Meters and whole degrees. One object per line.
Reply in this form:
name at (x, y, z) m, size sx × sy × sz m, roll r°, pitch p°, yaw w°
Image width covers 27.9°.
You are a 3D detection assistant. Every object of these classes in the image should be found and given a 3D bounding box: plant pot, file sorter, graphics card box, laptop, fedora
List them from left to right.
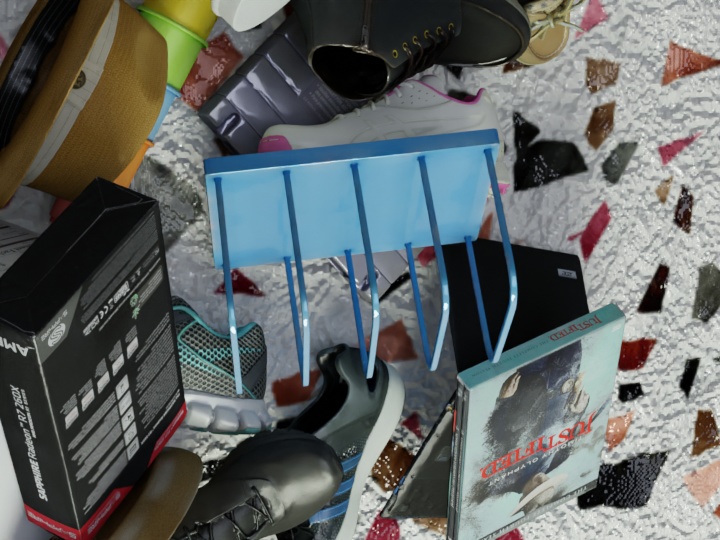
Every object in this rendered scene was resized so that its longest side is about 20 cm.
plant pot at (-0.187, 0.187, 0.966) m, size 0.200 × 0.200 × 0.028 m, roll -45°, pitch 104°, yaw -11°
fedora at (-0.179, -0.111, 0.927) m, size 0.081 × 0.200 × 0.203 m, roll 28°, pitch 87°, yaw -28°
graphics card box at (-0.164, 0.059, 0.881) m, size 0.126 × 0.050 × 0.202 m, roll -53°, pitch 156°, yaw -37°
file sorter at (0.000, 0.000, 0.994) m, size 0.197 × 0.139 × 0.124 m, roll -7°, pitch 65°, yaw -6°
laptop at (0.099, 0.090, 1.155) m, size 0.176 × 0.103 × 0.201 m, roll 8°, pitch 121°, yaw -43°

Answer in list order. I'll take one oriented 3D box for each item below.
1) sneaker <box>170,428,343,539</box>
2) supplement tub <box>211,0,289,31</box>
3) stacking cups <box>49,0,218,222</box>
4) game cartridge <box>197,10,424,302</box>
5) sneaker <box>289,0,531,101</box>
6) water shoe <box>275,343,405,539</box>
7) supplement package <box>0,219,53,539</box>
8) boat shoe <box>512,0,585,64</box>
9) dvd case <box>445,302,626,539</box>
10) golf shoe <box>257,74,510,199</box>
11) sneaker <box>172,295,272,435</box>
sneaker at (-0.102, 0.181, 1.024) m, size 0.198 × 0.091 × 0.077 m, roll -26°, pitch 108°, yaw 12°
supplement tub at (-0.106, -0.267, 0.923) m, size 0.144 × 0.144 × 0.200 m, roll -44°, pitch 87°, yaw -12°
stacking cups at (-0.159, -0.118, 1.012) m, size 0.060 × 0.060 × 0.202 m, roll 28°, pitch 91°, yaw -25°
game cartridge at (-0.013, -0.091, 1.091) m, size 0.130 × 0.038 × 0.200 m, roll -48°, pitch 114°, yaw -15°
sneaker at (0.039, -0.157, 1.028) m, size 0.198 × 0.075 × 0.107 m, roll 10°, pitch 50°, yaw -24°
water shoe at (-0.038, 0.153, 1.100) m, size 0.078 × 0.071 × 0.202 m, roll 30°, pitch 76°, yaw -29°
supplement package at (-0.255, 0.083, 0.904) m, size 0.110 × 0.156 × 0.203 m, roll 19°, pitch 106°, yaw 15°
boat shoe at (0.126, -0.223, 1.079) m, size 0.073 × 0.063 × 0.201 m, roll -44°, pitch 142°, yaw -12°
dvd case at (0.132, 0.126, 1.118) m, size 0.145 × 0.022 × 0.202 m, roll -22°, pitch 138°, yaw -23°
golf shoe at (0.017, -0.098, 1.056) m, size 0.198 × 0.075 × 0.093 m, roll 4°, pitch 83°, yaw -27°
sneaker at (-0.152, 0.061, 1.041) m, size 0.198 × 0.077 × 0.093 m, roll 14°, pitch 76°, yaw -29°
